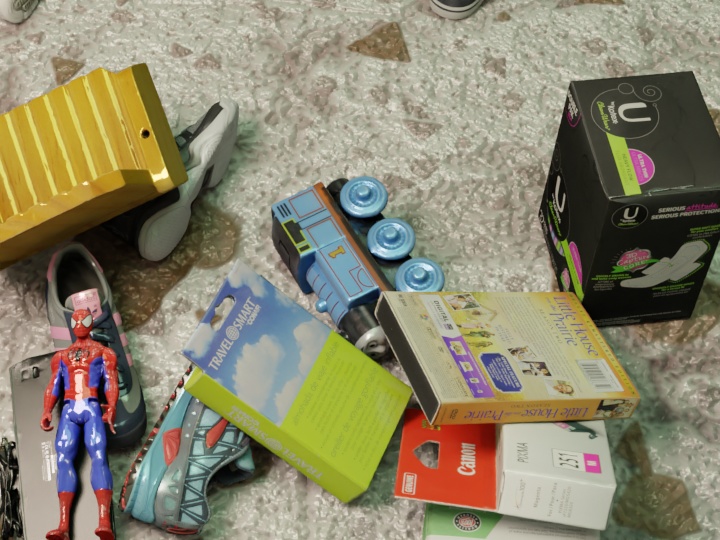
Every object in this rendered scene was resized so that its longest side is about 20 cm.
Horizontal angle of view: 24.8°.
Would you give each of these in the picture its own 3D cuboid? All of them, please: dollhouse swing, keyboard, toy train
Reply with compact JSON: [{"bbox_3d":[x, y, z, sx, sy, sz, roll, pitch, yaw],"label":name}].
[{"bbox_3d":[-0.287,-0.101,1.469,0.200,0.176,0.182,-24,75,10],"label":"dollhouse swing"},{"bbox_3d":[-0.265,0.168,1.401,0.104,0.040,0.200,-10,66,0],"label":"keyboard"},{"bbox_3d":[0.000,0.000,1.532,0.114,0.087,0.200,-26,61,-12],"label":"toy train"}]

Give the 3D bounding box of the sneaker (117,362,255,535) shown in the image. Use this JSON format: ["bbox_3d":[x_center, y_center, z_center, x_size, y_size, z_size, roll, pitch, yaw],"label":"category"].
[{"bbox_3d":[-0.131,0.146,1.425,0.095,0.079,0.200,30,58,-4],"label":"sneaker"}]

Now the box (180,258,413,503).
[{"bbox_3d":[-0.060,0.096,1.417,0.200,0.048,0.122,37,50,-11],"label":"box"}]

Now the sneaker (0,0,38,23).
[{"bbox_3d":[-0.373,-0.360,1.776,0.099,0.078,0.200,18,52,13],"label":"sneaker"}]

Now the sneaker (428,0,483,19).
[{"bbox_3d":[0.142,-0.368,1.826,0.078,0.080,0.200,23,53,13],"label":"sneaker"}]

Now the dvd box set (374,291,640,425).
[{"bbox_3d":[0.127,0.074,1.430,0.200,0.029,0.146,0,40,-26],"label":"dvd box set"}]

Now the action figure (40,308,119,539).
[{"bbox_3d":[-0.234,0.126,1.372,0.065,0.052,0.200,-7,65,6],"label":"action figure"}]

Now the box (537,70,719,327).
[{"bbox_3d":[0.253,-0.064,1.525,0.124,0.200,0.149,-5,54,-9],"label":"box"}]

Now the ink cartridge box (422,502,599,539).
[{"bbox_3d":[0.117,0.288,1.316,0.145,0.088,0.200,5,50,0],"label":"ink cartridge box"}]

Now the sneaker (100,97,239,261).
[{"bbox_3d":[-0.200,-0.108,1.596,0.114,0.076,0.200,22,57,9],"label":"sneaker"}]

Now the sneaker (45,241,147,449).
[{"bbox_3d":[-0.242,0.064,1.458,0.070,0.082,0.200,-16,56,-18],"label":"sneaker"}]

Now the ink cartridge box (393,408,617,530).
[{"bbox_3d":[0.122,0.148,1.387,0.173,0.044,0.200,9,17,2],"label":"ink cartridge box"}]
